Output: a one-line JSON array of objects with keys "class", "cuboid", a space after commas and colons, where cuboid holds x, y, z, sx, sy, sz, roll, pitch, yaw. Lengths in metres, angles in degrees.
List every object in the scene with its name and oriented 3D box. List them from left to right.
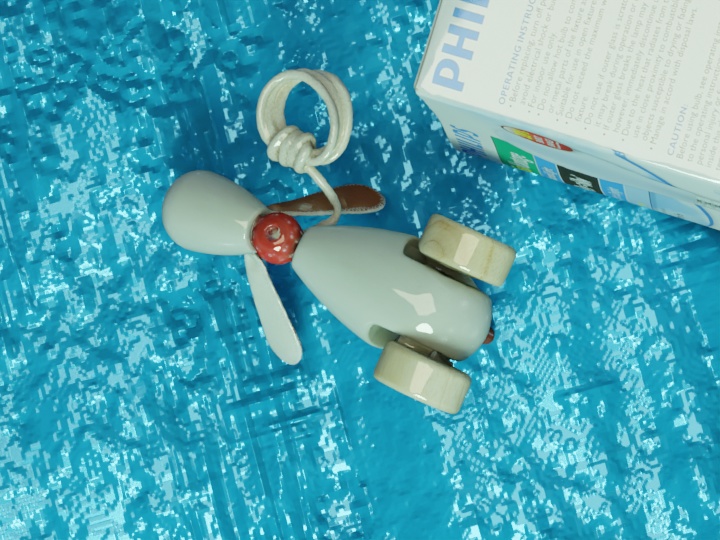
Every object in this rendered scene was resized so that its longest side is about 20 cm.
[{"class": "toy dog", "cuboid": [0.000, 0.000, 1.428, 0.132, 0.096, 0.200, -46, 67, 5]}, {"class": "light bulb box", "cuboid": [0.145, -0.103, 1.348, 0.199, 0.198, 0.126, 17, 87, 10]}]
